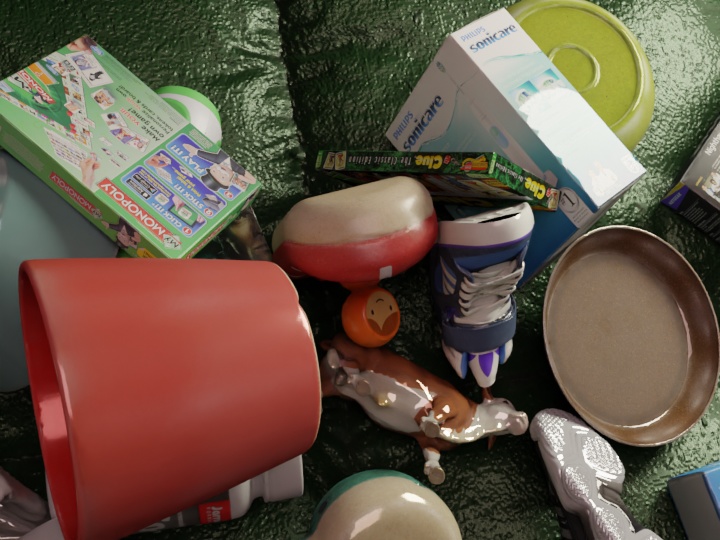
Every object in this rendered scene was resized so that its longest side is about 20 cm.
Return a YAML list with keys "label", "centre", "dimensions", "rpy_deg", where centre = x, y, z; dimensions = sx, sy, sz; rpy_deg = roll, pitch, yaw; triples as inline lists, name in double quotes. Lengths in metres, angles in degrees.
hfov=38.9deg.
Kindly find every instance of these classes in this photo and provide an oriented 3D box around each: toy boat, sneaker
- label: "toy boat"
  centre: [0.000, 0.000, 0.868]
  dimensions: [0.129, 0.200, 0.133]
  rpy_deg: [-15, 88, -11]
- label: "sneaker"
  centre: [0.183, 0.223, 0.864]
  dimensions: [0.075, 0.115, 0.201]
  rpy_deg: [-1, 46, -35]
- label: "sneaker"
  centre: [0.108, 0.026, 0.861]
  dimensions: [0.079, 0.200, 0.149]
  rpy_deg: [-13, 92, -9]

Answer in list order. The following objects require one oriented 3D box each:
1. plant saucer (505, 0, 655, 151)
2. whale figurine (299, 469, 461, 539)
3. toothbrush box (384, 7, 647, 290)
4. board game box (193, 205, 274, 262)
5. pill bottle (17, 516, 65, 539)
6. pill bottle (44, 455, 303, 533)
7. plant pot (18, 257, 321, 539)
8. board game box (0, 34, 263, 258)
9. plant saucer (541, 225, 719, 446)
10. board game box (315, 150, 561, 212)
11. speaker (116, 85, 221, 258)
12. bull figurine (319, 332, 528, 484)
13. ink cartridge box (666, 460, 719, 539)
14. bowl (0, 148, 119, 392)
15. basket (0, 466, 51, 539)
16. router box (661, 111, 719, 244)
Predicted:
- label: "plant saucer"
  centre: [0.211, -0.199, 1.041]
  dimensions: [0.196, 0.031, 0.203]
  rpy_deg: [2, 72, -7]
- label: "whale figurine"
  centre: [-0.003, 0.259, 0.840]
  dimensions: [0.158, 0.104, 0.202]
  rpy_deg: [26, 93, -20]
- label: "toothbrush box"
  centre: [0.135, -0.109, 0.932]
  dimensions: [0.085, 0.147, 0.201]
  rpy_deg: [-33, 77, -36]
- label: "board game box"
  centre: [-0.168, 0.031, 0.918]
  dimensions: [0.197, 0.028, 0.137]
  rpy_deg: [-22, 76, -14]
- label: "pill bottle"
  centre: [-0.191, 0.285, 0.753]
  dimensions: [0.110, 0.111, 0.202]
  rpy_deg: [-28, 103, -15]
- label: "pill bottle"
  centre: [-0.149, 0.151, 0.836]
  dimensions: [0.196, 0.114, 0.116]
  rpy_deg: [-6, 73, -9]
- label: "plant pot"
  centre: [-0.133, 0.078, 0.715]
  dimensions: [0.175, 0.200, 0.203]
  rpy_deg: [-9, 73, -24]
- label: "board game box"
  centre: [-0.191, -0.095, 0.820]
  dimensions: [0.199, 0.029, 0.135]
  rpy_deg: [40, 43, 2]
- label: "plant saucer"
  centre: [0.244, 0.060, 0.939]
  dimensions: [0.197, 0.032, 0.204]
  rpy_deg: [6, 76, -23]
- label: "board game box"
  centre: [0.064, -0.079, 0.885]
  dimensions: [0.104, 0.198, 0.024]
  rpy_deg: [16, 84, -45]
- label: "speaker"
  centre: [-0.178, -0.066, 0.894]
  dimensions: [0.087, 0.089, 0.202]
  rpy_deg: [11, 53, -4]
- label: "bull figurine"
  centre: [0.046, 0.117, 0.884]
  dimensions: [0.197, 0.121, 0.066]
  rpy_deg: [23, 107, 8]
- label: "ink cartridge box"
  centre: [0.397, 0.220, 0.900]
  dimensions: [0.197, 0.085, 0.147]
  rpy_deg: [-16, 74, -13]
- label: "bowl"
  centre: [-0.294, -0.015, 0.817]
  dimensions: [0.105, 0.199, 0.204]
  rpy_deg: [32, 64, -42]
- label: "basket"
  centre: [-0.356, 0.199, 0.750]
  dimensions: [0.160, 0.200, 0.199]
  rpy_deg: [38, 71, 8]
- label: "router box"
  centre: [0.421, -0.104, 1.025]
  dimensions: [0.157, 0.052, 0.201]
  rpy_deg: [37, 72, 6]
